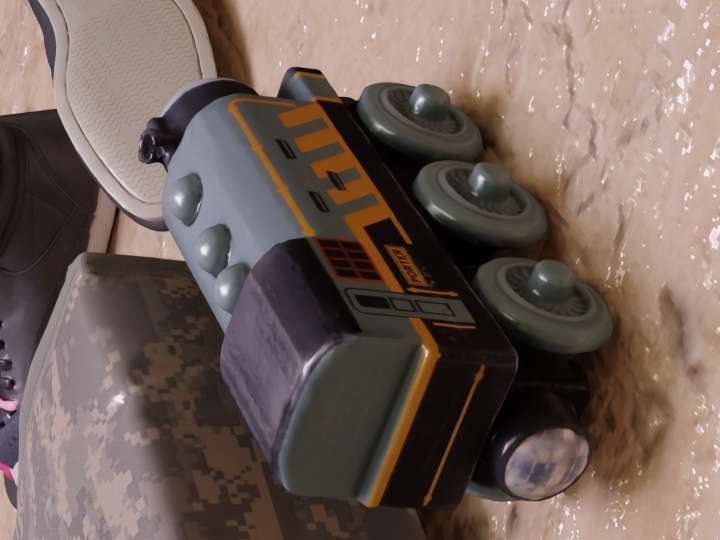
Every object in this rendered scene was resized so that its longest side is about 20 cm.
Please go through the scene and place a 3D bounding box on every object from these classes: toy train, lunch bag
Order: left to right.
[{"bbox_3d":[-0.062,0.120,0.792,0.201,0.117,0.165,-63,37,41],"label":"lunch bag"},{"bbox_3d":[0.000,0.000,0.709,0.086,0.113,0.200,-67,33,28],"label":"toy train"}]

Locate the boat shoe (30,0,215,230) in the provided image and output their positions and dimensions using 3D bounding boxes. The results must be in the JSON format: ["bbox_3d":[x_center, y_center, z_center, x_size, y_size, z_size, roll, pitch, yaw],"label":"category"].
[{"bbox_3d":[-0.102,-0.093,0.973,0.068,0.071,0.201,66,178,-55],"label":"boat shoe"}]

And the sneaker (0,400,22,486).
[{"bbox_3d":[-0.080,0.055,0.901,0.075,0.080,0.200,56,141,9],"label":"sneaker"}]

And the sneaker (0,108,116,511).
[{"bbox_3d":[-0.176,0.017,1.047,0.071,0.099,0.202,16,100,59],"label":"sneaker"}]
